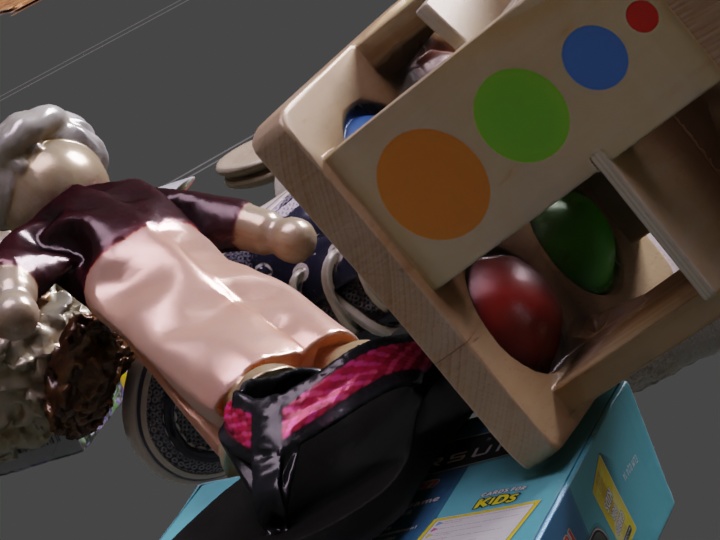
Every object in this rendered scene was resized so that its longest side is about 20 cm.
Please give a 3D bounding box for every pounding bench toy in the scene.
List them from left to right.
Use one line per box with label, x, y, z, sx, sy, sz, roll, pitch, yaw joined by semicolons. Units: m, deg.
pounding bench toy;0.084;-0.059;0.883;0.156;0.124;0.200;-37;6;32

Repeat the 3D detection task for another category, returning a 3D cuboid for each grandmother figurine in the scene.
grandmother figurine;-0.075;0.002;1.018;0.121;0.061;0.200;-5;31;-36

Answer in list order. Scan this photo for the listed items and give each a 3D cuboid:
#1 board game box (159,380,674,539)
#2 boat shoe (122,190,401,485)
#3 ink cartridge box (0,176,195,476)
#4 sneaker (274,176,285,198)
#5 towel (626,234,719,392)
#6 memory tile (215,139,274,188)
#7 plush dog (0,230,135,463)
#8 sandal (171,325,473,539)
board game box;-0.008;0.109;0.835;0.151;0.047;0.200;-15;18;25
boat shoe;0.000;0.000;1.058;0.200;0.075;0.093;-48;18;-10
ink cartridge box;-0.137;0.028;1.268;0.109;0.050;0.200;-17;16;22
sneaker;0.065;-0.069;1.253;0.200;0.077;0.111;-22;5;-22
towel;0.111;-0.010;1.081;0.132;0.035;0.200;-24;16;-1
memory tile;0.036;-0.080;1.438;0.153;0.017;0.200;-34;19;-35
plush dog;-0.169;0.042;1.091;0.172;0.161;0.200;-29;43;-19
sandal;-0.005;0.039;0.889;0.075;0.045;0.200;-12;20;34
